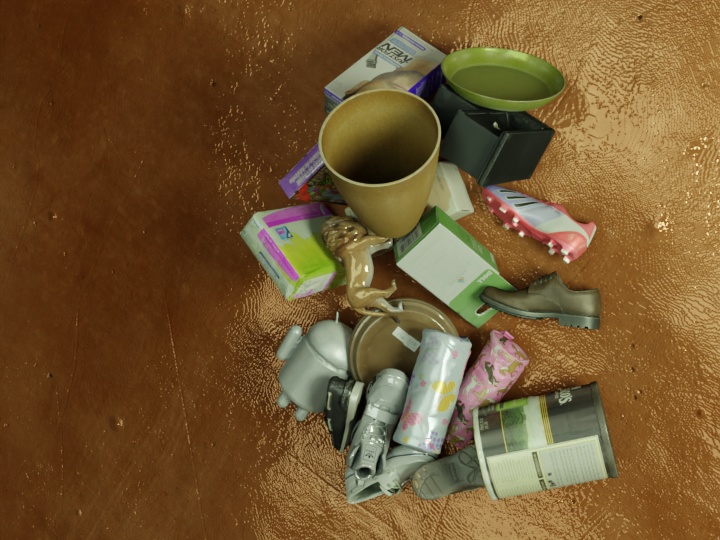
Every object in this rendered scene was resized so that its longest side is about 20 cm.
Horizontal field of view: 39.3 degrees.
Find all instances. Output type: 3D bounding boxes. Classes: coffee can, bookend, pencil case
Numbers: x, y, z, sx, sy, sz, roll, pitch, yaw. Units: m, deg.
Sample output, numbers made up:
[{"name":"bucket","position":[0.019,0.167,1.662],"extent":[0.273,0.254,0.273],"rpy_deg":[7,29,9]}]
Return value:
[{"name":"coffee can","position":[0.285,0.265,1.561],"extent":[0.197,0.146,0.149],"rpy_deg":[-14,85,12]},{"name":"bookend","position":[0.176,-0.229,1.596],"extent":[0.199,0.198,0.093],"rpy_deg":[37,115,22]},{"name":"pencil case","position":[0.196,0.196,1.667],"extent":[0.087,0.082,0.201],"rpy_deg":[47,112,33]},{"name":"pencil case","position":[0.114,0.195,1.635],"extent":[0.090,0.082,0.203],"rpy_deg":[4,77,60]}]

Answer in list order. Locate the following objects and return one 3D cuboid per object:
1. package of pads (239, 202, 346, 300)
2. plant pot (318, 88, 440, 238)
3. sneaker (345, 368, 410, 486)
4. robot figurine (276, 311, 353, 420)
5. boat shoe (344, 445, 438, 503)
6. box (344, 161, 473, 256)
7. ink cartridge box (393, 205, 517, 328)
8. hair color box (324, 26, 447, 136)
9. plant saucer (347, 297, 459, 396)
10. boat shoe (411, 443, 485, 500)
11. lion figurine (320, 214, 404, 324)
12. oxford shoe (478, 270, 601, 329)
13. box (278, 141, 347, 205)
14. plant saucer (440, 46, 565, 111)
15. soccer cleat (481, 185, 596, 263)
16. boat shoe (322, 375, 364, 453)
[{"name":"package of pads","position":[-0.092,-0.036,1.746],"extent":[0.155,0.199,0.068],"rpy_deg":[52,124,15]},{"name":"plant pot","position":[0.042,-0.147,1.576],"extent":[0.183,0.201,0.189],"rpy_deg":[-5,57,7]},{"name":"sneaker","position":[0.030,0.264,1.673],"extent":[0.074,0.116,0.202],"rpy_deg":[19,125,-4]},{"name":"robot figurine","position":[-0.070,0.170,1.790],"extent":[0.169,0.113,0.201],"rpy_deg":[36,109,-5]},{"name":"boat shoe","position":[0.055,0.359,1.747],"extent":[0.199,0.073,0.068],"rpy_deg":[-29,44,36]},{"name":"box","position":[0.083,-0.103,1.720],"extent":[0.198,0.077,0.096],"rpy_deg":[-26,81,26]},{"name":"ink cartridge box","position":[0.159,-0.003,1.669],"extent":[0.199,0.060,0.104],"rpy_deg":[37,114,-24]},{"name":"hair color box","position":[0.044,-0.310,1.676],"extent":[0.109,0.065,0.200],"rpy_deg":[36,64,21]},{"name":"plant saucer","position":[0.075,0.147,1.712],"extent":[0.196,0.029,0.204],"rpy_deg":[1,102,3]},{"name":"boat shoe","position":[0.182,0.331,1.688],"extent":[0.197,0.073,0.076],"rpy_deg":[-14,76,6]},{"name":"lion figurine","position":[0.000,0.000,1.676],"extent":[0.120,0.072,0.203],"rpy_deg":[-10,76,11]},{"name":"oxford shoe","position":[0.290,0.040,1.624],"extent":[0.197,0.073,0.086],"rpy_deg":[7,93,15]},{"name":"box","position":[-0.034,-0.173,1.711],"extent":[0.137,0.199,0.039],"rpy_deg":[-43,71,22]},{"name":"plant saucer","position":[0.222,-0.299,1.590],"extent":[0.198,0.200,0.031],"rpy_deg":[26,130,24]},{"name":"soccer cleat","position":[0.286,-0.089,1.631],"extent":[0.199,0.067,0.077],"rpy_deg":[37,76,28]},{"name":"boat shoe","position":[-0.036,0.250,1.749],"extent":[0.059,0.201,0.075],"rpy_deg":[19,56,8]}]
